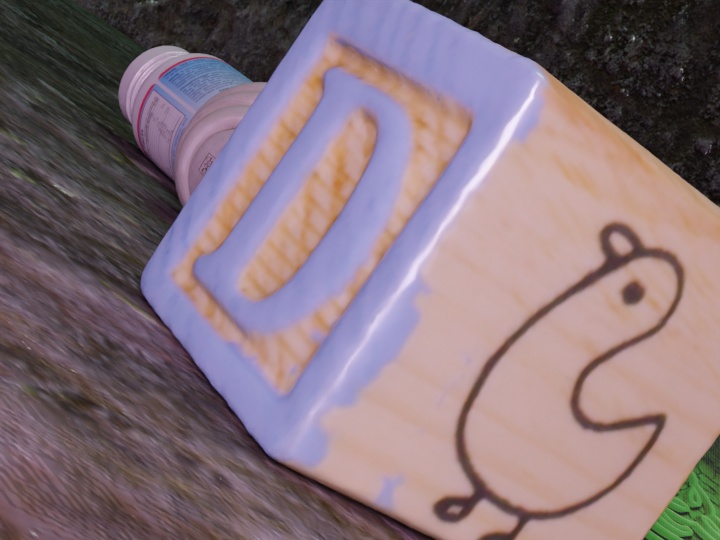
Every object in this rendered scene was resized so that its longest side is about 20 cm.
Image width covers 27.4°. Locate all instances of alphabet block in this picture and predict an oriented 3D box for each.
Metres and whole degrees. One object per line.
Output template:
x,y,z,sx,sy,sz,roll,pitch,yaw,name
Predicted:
0.048,0.008,0.696,0.200,0.195,0.196,30,8,-34,alphabet block

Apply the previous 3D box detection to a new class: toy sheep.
-0.070,-0.071,1.066,0.138,0.138,0.200,35,11,0,toy sheep

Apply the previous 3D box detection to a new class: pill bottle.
-0.125,-0.118,1.247,0.109,0.109,0.200,30,7,-44,pill bottle

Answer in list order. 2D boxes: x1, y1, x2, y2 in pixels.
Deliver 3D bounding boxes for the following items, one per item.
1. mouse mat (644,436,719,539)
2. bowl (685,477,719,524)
0.168,0.121,0.877,0.161,0.008,0.200,-5,37,-29,mouse mat
0.271,0.181,0.947,0.201,0.090,0.201,20,25,-10,bowl
